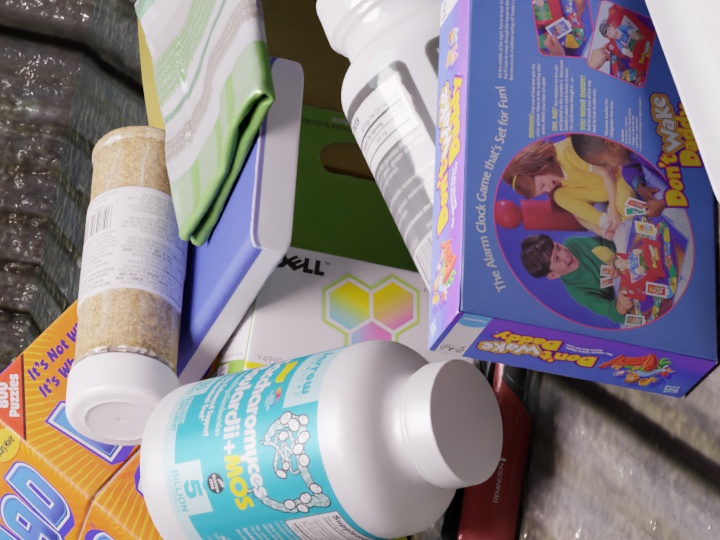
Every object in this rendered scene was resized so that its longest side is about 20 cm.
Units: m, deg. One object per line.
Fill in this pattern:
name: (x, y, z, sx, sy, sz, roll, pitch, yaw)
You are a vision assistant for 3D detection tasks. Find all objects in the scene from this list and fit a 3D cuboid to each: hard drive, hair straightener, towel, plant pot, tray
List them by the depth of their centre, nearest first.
tray: (0.173, -0.142, 1.284, 0.108, 0.022, 0.201, 118, 143, -51)
hair straightener: (0.072, 0.064, 1.550, 0.077, 0.041, 0.202, 169, 106, -75)
towel: (-0.098, -0.136, 1.644, 0.150, 0.030, 0.201, 117, 151, -45)
hard drive: (-0.082, -0.023, 1.652, 0.200, 0.025, 0.133, 126, 152, -56)
plant pot: (-0.041, -0.135, 1.794, 0.200, 0.199, 0.178, 148, 131, -65)

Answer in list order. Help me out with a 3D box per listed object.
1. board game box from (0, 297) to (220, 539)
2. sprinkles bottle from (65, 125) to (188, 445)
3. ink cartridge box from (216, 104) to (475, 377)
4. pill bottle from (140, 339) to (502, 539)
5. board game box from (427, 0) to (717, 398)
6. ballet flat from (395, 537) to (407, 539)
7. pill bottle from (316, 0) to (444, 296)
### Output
board game box: (-0.130, 0.130, 1.791, 0.200, 0.200, 0.200, -46, -10, -31)
sprinkles bottle: (-0.141, 0.007, 1.663, 0.068, 0.068, 0.201, 120, 157, -52)
ink cartridge box: (0.000, 0.000, 1.665, 0.076, 0.147, 0.201, 165, 115, -74)
pill bottle: (-0.020, 0.102, 1.514, 0.199, 0.111, 0.111, -15, 59, 35)
board game box: (0.106, -0.047, 1.325, 0.045, 0.134, 0.201, 126, 151, -58)
ballet flat: (0.000, 0.182, 1.686, 0.200, 0.067, 0.067, -120, 6, -63)
pill bottle: (0.059, -0.074, 1.416, 0.201, 0.115, 0.116, 65, 153, 17)
